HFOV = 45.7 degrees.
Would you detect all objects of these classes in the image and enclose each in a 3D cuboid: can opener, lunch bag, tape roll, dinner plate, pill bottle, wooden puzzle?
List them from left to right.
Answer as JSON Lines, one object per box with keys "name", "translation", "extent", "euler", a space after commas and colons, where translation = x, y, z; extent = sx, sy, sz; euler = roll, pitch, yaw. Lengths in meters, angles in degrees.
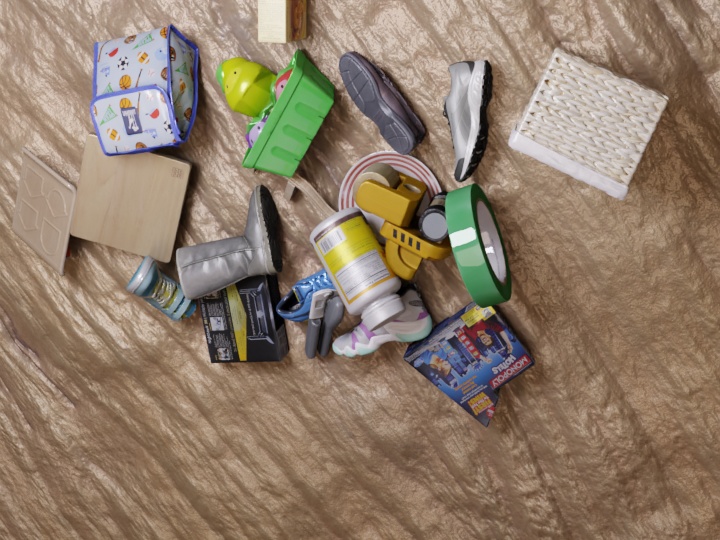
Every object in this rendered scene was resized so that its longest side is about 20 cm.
{"name": "wooden puzzle", "translation": [-0.616, -0.118, 1.687], "extent": [0.184, 0.046, 0.204], "euler": [34, 121, 30]}
{"name": "lunch bag", "translation": [-0.381, -0.309, 1.504], "extent": [0.166, 0.124, 0.205], "euler": [-5, 78, 20]}
{"name": "can opener", "translation": [-0.071, 0.104, 1.582], "extent": [0.051, 0.068, 0.202], "euler": [-6, 145, -16]}
{"name": "pill bottle", "translation": [0.000, 0.000, 1.494], "extent": [0.108, 0.109, 0.203], "euler": [-33, 80, 23]}
{"name": "dinner plate", "translation": [0.056, -0.115, 1.537], "extent": [0.195, 0.024, 0.205], "euler": [5, 109, 13]}
{"name": "tape roll", "translation": [0.199, -0.041, 1.425], "extent": [0.047, 0.201, 0.204], "euler": [-16, 104, 19]}

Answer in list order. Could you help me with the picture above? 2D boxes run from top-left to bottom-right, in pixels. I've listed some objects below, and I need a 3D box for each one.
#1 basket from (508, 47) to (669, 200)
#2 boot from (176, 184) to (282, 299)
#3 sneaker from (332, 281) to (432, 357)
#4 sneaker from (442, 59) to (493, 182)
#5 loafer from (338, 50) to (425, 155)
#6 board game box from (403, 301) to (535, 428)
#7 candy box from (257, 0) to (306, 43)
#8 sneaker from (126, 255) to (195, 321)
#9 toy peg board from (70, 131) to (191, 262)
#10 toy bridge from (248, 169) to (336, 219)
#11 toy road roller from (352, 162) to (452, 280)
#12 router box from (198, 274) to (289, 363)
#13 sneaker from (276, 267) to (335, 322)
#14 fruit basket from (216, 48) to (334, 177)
{"name": "basket", "translation": [0.349, -0.235, 1.324], "extent": [0.196, 0.198, 0.164], "euler": [24, 109, 7]}
{"name": "boot", "translation": [-0.250, -0.052, 1.594], "extent": [0.196, 0.072, 0.187], "euler": [-12, 75, 21]}
{"name": "sneaker", "translation": [0.026, 0.072, 1.586], "extent": [0.196, 0.078, 0.143], "euler": [-17, 102, 10]}
{"name": "sneaker", "translation": [0.174, -0.252, 1.438], "extent": [0.078, 0.074, 0.205], "euler": [9, 105, 22]}
{"name": "loafer", "translation": [0.039, -0.294, 1.472], "extent": [0.202, 0.063, 0.072], "euler": [54, 143, -2]}
{"name": "board game box", "translation": [0.215, 0.175, 1.570], "extent": [0.199, 0.062, 0.201], "euler": [-36, 97, 23]}
{"name": "candy box", "translation": [-0.128, -0.486, 1.413], "extent": [0.054, 0.116, 0.205], "euler": [5, 110, 12]}
{"name": "sneaker", "translation": [-0.374, 0.040, 1.635], "extent": [0.129, 0.200, 0.080], "euler": [34, 83, -6]}
{"name": "toy peg board", "translation": [-0.432, -0.149, 1.637], "extent": [0.195, 0.098, 0.204], "euler": [15, 111, -7]}
{"name": "toy bridge", "translation": [-0.124, -0.153, 1.553], "extent": [0.198, 0.027, 0.067], "euler": [37, 155, 1]}
{"name": "toy road roller", "translation": [0.069, -0.079, 1.466], "extent": [0.197, 0.123, 0.148], "euler": [27, 113, 5]}
{"name": "router box", "translation": [-0.232, 0.078, 1.666], "extent": [0.153, 0.052, 0.205], "euler": [-2, 107, 17]}
{"name": "sneaker", "translation": [-0.073, 0.033, 1.585], "extent": [0.198, 0.078, 0.067], "euler": [-35, 66, 23]}
{"name": "fruit basket", "translation": [-0.165, -0.293, 1.483], "extent": [0.210, 0.156, 0.220], "euler": [0, 118, -1]}
